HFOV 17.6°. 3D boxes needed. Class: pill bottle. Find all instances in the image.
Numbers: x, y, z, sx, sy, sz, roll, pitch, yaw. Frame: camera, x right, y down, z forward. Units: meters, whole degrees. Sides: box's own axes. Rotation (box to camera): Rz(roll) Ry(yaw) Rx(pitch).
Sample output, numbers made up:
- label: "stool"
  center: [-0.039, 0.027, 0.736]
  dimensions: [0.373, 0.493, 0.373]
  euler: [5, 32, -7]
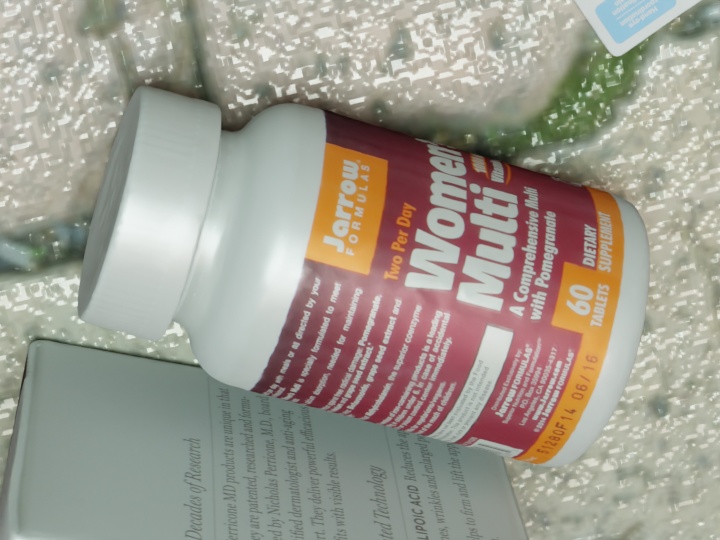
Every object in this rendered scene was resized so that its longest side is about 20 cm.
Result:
- label: "pill bottle"
  center: [0.000, 0.000, 0.881]
  dimensions: [0.199, 0.110, 0.110]
  euler: [15, 112, -12]

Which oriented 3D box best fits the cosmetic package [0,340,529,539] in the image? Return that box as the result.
- label: "cosmetic package"
  center: [-0.050, 0.147, 0.910]
  dimensions: [0.198, 0.165, 0.166]
  euler: [9, 112, -10]

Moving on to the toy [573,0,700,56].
- label: "toy"
  center: [0.091, -0.179, 0.845]
  dimensions: [0.115, 0.047, 0.200]
  euler: [-33, 112, 11]
